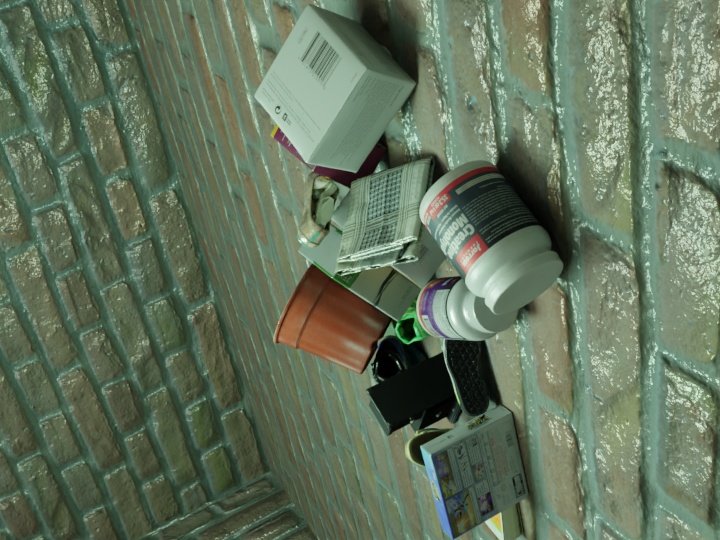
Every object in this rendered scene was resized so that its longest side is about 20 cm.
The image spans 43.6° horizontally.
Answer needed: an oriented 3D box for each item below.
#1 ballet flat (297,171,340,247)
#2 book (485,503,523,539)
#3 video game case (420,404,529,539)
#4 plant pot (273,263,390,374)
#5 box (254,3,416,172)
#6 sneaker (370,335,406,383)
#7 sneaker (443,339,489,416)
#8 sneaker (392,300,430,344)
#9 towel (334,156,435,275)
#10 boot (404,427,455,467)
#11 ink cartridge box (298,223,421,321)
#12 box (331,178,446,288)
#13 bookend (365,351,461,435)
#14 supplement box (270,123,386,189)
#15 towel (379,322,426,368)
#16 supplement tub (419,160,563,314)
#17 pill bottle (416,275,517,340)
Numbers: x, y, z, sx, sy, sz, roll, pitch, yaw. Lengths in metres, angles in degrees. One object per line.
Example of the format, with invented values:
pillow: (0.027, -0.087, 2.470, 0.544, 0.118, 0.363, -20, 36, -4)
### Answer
ballet flat: (-0.069, -0.126, 1.677, 0.067, 0.068, 0.200, -40, 32, 39)
book: (0.266, 0.441, 1.848, 0.134, 0.048, 0.200, 36, 143, 57)
video game case: (0.217, 0.379, 1.694, 0.045, 0.181, 0.200, 29, 139, 59)
plant pot: (-0.048, 0.107, 1.875, 0.195, 0.201, 0.201, 27, 152, 6)
box: (-0.047, -0.310, 1.544, 0.200, 0.131, 0.199, -54, 54, 26)
sneaker: (0.072, 0.249, 1.949, 0.111, 0.077, 0.200, -41, -56, -74)
sneaker: (0.191, 0.181, 1.701, 0.083, 0.072, 0.200, -120, 20, -74)
sneaker: (0.101, 0.104, 1.834, 0.074, 0.083, 0.200, 67, 162, -3)
towel: (0.038, -0.094, 1.564, 0.192, 0.035, 0.200, -11, 59, 40)
boot: (0.141, 0.346, 1.770, 0.155, 0.200, 0.072, -11, 80, 57)
ink cartridge box: (0.000, 0.000, 1.725, 0.200, 0.083, 0.147, 34, -179, -38)
box: (0.054, -0.071, 1.659, 0.124, 0.098, 0.200, 34, -176, -38)
bookend: (0.108, 0.278, 1.840, 0.092, 0.200, 0.199, 57, 158, 25)
supplement box: (-0.065, -0.250, 1.750, 0.103, 0.131, 0.200, -60, 39, 11)
towel: (0.095, 0.188, 2.044, 0.200, 0.022, 0.147, 50, 154, 43)
supplement tub: (0.192, -0.050, 1.332, 0.200, 0.140, 0.140, 57, 159, 25)
pill bottle: (0.183, 0.063, 1.531, 0.112, 0.111, 0.200, 68, 160, -5)
